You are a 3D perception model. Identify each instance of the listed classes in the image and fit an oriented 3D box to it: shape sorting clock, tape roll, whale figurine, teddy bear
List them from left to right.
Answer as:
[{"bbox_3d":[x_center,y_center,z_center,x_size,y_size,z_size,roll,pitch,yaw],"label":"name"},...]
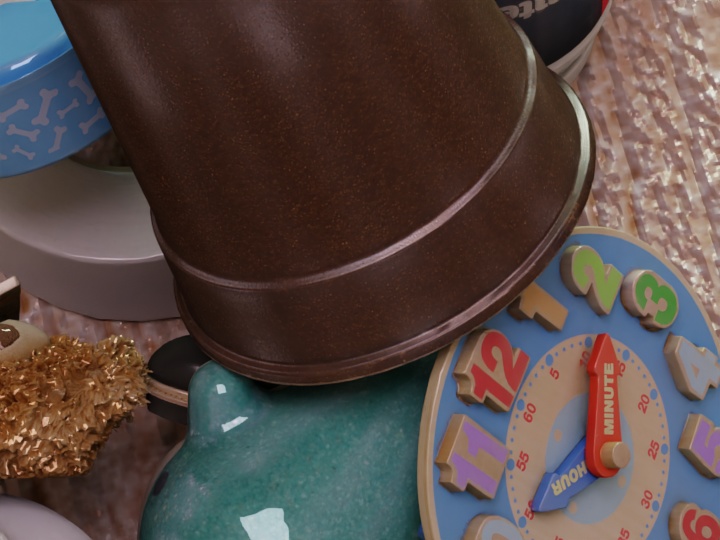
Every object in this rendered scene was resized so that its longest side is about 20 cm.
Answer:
[{"bbox_3d":[-0.160,0.057,1.208,0.144,0.200,0.067,-4,88,0],"label":"teddy bear"},{"bbox_3d":[-0.107,-0.079,1.335,0.202,0.071,0.203,-1,64,3],"label":"tape roll"},{"bbox_3d":[-0.007,0.093,1.185,0.159,0.104,0.200,40,90,-15],"label":"whale figurine"},{"bbox_3d":[0.100,0.081,1.195,0.039,0.200,0.200,-3,54,51],"label":"shape sorting clock"}]

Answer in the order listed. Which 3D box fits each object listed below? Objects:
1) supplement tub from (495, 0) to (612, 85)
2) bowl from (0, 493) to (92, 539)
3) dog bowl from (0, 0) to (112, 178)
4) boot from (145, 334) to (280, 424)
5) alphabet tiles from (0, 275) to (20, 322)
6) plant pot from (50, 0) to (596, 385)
[{"bbox_3d":[0.053,-0.169,1.296,0.140,0.200,0.141,-1,65,3],"label":"supplement tub"},{"bbox_3d":[-0.141,0.177,1.173,0.090,0.201,0.201,-15,59,-41],"label":"bowl"},{"bbox_3d":[-0.125,-0.110,1.243,0.111,0.050,0.200,1,35,39],"label":"dog bowl"},{"bbox_3d":[0.000,0.000,1.251,0.199,0.139,0.077,-3,20,-8],"label":"boot"},{"bbox_3d":[-0.225,0.052,1.214,0.166,0.200,0.006,-29,87,-10],"label":"alphabet tiles"},{"bbox_3d":[-0.027,-0.093,1.141,0.200,0.199,0.201,-17,40,15],"label":"plant pot"}]
